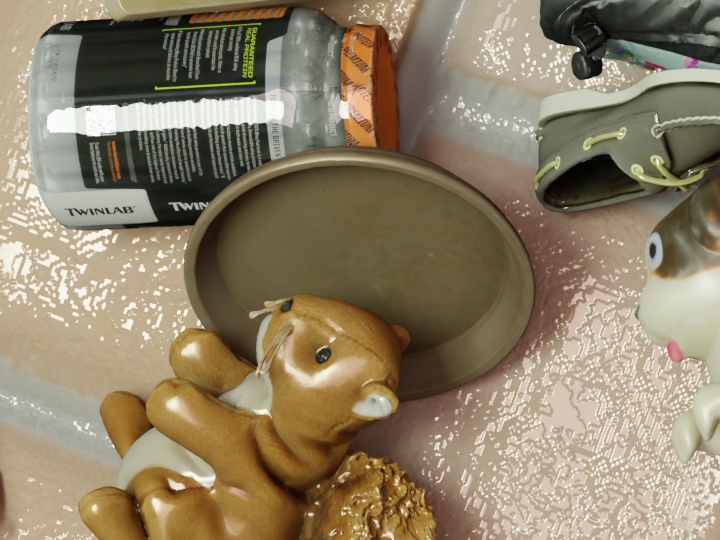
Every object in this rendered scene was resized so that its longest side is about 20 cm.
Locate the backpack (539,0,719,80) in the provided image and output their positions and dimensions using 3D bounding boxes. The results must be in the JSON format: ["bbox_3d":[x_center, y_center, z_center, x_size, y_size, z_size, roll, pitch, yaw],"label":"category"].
[{"bbox_3d":[0.213,-0.180,1.616,0.199,0.127,0.168,14,107,14],"label":"backpack"}]

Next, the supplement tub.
[{"bbox_3d":[-0.082,-0.087,1.669,0.199,0.123,0.123,-2,88,11],"label":"supplement tub"}]

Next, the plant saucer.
[{"bbox_3d":[0.000,0.000,1.641,0.199,0.201,0.030,-2,45,10],"label":"plant saucer"}]

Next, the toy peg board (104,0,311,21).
[{"bbox_3d":[-0.053,-0.256,1.629,0.199,0.098,0.200,-9,85,-32],"label":"toy peg board"}]

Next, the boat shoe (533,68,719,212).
[{"bbox_3d":[0.165,-0.070,1.599,0.072,0.201,0.061,18,76,-30],"label":"boat shoe"}]

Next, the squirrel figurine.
[{"bbox_3d":[-0.034,0.110,1.643,0.186,0.142,0.200,-39,101,16],"label":"squirrel figurine"}]

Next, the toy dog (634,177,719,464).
[{"bbox_3d":[0.244,0.033,1.601,0.200,0.140,0.194,35,86,10],"label":"toy dog"}]
